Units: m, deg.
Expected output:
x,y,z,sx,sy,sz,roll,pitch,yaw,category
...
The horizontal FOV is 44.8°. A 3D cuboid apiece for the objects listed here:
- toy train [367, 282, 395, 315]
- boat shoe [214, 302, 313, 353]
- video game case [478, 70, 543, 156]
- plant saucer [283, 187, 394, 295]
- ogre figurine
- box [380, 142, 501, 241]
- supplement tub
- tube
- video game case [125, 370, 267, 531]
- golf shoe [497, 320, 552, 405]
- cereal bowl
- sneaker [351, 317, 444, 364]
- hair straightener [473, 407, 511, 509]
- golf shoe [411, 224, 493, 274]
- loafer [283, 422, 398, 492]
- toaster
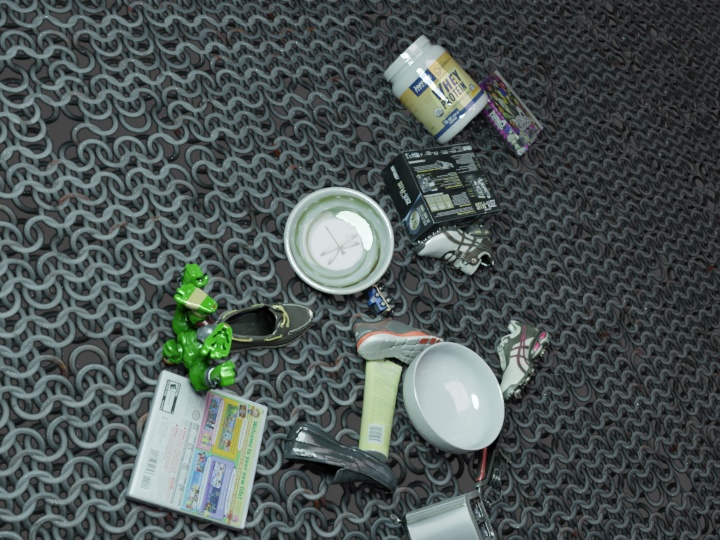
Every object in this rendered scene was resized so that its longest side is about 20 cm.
x,y,z,sx,sy,sz,roll,pitch,yaw,category
0.000,0.000,1.618,0.046,0.034,0.200,-30,83,-28,toy train
-0.155,0.090,1.446,0.201,0.061,0.072,-13,73,-38,boat shoe
0.336,-0.363,2.002,0.181,0.036,0.200,50,31,-4,video game case
-0.041,-0.050,1.582,0.200,0.050,0.201,2,75,-10,plant saucer
-0.242,0.104,1.324,0.098,0.120,0.200,-28,70,-40,ogre figurine
0.165,-0.162,1.784,0.200,0.086,0.164,-14,74,-38,box
0.158,-0.386,1.864,0.200,0.144,0.144,45,49,-5,supplement tub
0.032,0.235,1.508,0.058,0.052,0.200,67,24,-47,tube
-0.240,0.270,1.316,0.182,0.022,0.200,24,53,-22,video game case
0.299,0.181,1.710,0.088,0.077,0.200,31,47,9,golf shoe
0.155,0.234,1.563,0.200,0.083,0.201,16,58,-27,cereal bowl
0.068,0.114,1.578,0.200,0.077,0.082,11,38,-41,sneaker
0.250,0.341,1.596,0.077,0.041,0.200,25,54,-21,hair straightener
0.194,-0.037,1.743,0.200,0.078,0.095,-8,70,-36,golf shoe
-0.033,0.315,1.406,0.200,0.068,0.071,29,60,-12,loafer
0.150,0.446,1.368,0.181,0.118,0.200,69,13,17,toaster
